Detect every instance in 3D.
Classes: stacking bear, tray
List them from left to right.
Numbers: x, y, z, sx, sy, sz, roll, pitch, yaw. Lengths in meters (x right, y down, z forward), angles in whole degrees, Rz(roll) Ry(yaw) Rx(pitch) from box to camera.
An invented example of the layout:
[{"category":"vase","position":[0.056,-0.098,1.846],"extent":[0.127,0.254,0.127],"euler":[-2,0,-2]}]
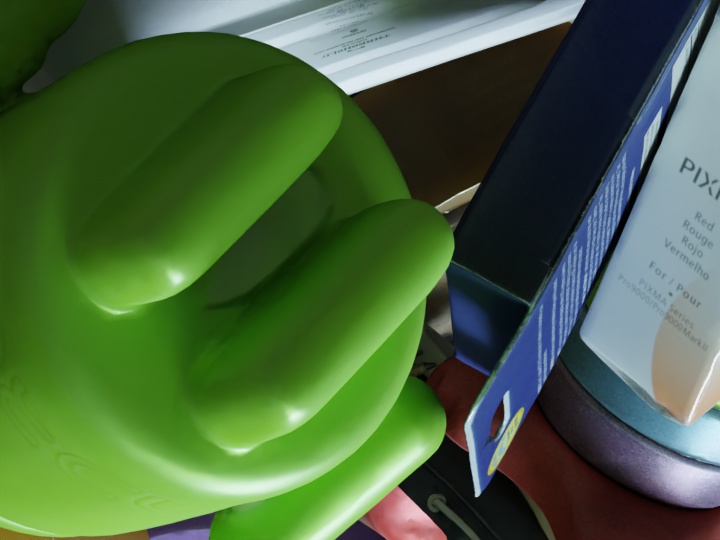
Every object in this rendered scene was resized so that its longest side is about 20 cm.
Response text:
[{"category":"tray","position":[-0.003,-0.074,0.785],"extent":[0.199,0.022,0.107],"euler":[-19,162,-5]},{"category":"stacking bear","position":[0.130,-0.001,0.954],"extent":[0.113,0.121,0.201],"euler":[-9,137,-49]}]

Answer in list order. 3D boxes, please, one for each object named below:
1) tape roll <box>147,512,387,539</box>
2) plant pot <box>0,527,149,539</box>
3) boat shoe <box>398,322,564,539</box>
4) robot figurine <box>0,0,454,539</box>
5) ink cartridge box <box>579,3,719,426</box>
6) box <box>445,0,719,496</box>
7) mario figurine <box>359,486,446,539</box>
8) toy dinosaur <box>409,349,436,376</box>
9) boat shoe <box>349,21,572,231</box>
[{"category":"tape roll","position":[-0.051,0.183,0.996],"extent":[0.199,0.201,0.066],"euler":[-21,-171,0]},{"category":"plant pot","position":[-0.161,0.108,0.866],"extent":[0.199,0.201,0.183],"euler":[-27,166,19]},{"category":"boat shoe","position":[0.056,0.103,1.007],"extent":[0.062,0.200,0.075],"euler":[-44,149,9]},{"category":"robot figurine","position":[-0.060,0.008,0.699],"extent":[0.116,0.176,0.200],"euler":[-49,-166,-28]},{"category":"ink cartridge box","position":[0.152,-0.066,0.764],"extent":[0.162,0.050,0.201],"euler":[-34,157,-38]},{"category":"box","position":[0.068,-0.039,0.750],"extent":[0.201,0.032,0.121],"euler":[-61,170,-11]},{"category":"mario figurine","position":[-0.007,0.073,1.180],"extent":[0.200,0.106,0.124],"euler":[-26,-159,52]},{"category":"toy dinosaur","position":[0.000,0.000,0.989],"extent":[0.199,0.058,0.101],"euler":[-31,147,8]},{"category":"boat shoe","position":[-0.013,-0.016,0.863],"extent":[0.199,0.071,0.070],"euler":[-19,159,-6]}]
